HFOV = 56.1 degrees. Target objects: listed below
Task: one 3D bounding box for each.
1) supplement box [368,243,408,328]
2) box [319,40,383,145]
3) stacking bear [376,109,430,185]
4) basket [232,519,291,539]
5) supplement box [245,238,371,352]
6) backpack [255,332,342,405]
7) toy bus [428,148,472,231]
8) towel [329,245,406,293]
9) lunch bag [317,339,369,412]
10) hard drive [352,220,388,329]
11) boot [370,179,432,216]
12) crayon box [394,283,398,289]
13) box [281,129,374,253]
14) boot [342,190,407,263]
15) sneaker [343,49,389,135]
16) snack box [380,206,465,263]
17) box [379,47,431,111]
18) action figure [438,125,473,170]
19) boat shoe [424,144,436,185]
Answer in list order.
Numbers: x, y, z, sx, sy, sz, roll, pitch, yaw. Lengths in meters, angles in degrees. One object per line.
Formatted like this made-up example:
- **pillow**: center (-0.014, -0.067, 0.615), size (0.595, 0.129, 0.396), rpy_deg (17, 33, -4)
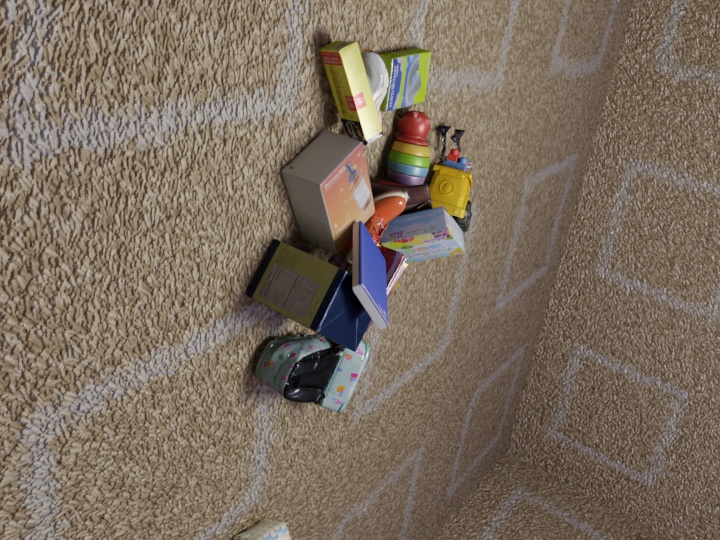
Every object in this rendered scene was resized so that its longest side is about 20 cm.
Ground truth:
- **supplement box**: center (0.012, 0.035, 1.666), size (0.110, 0.086, 0.201), rpy_deg (32, 88, -22)
- **box**: center (-0.017, -0.357, 1.366), size (0.050, 0.075, 0.201), rpy_deg (-34, 126, -24)
- **stacking bear**: center (0.120, -0.293, 1.668), size (0.121, 0.113, 0.202), rpy_deg (-11, 115, -56)
- **basket**: center (-0.246, 0.762, 1.749), size (0.176, 0.138, 0.202), rpy_deg (-7, 86, -57)
- **supplement box**: center (-0.097, 0.056, 1.449), size (0.135, 0.199, 0.200), rpy_deg (-62, 151, -7)
- **backpack**: center (-0.145, 0.226, 1.567), size (0.199, 0.126, 0.168), rpy_deg (-1, 110, -62)
- **toy bus**: center (0.238, -0.213, 1.778), size (0.200, 0.134, 0.194), rpy_deg (29, 76, -76)
- **towel**: center (0.000, 0.000, 1.577), size (0.023, 0.199, 0.145), rpy_deg (40, 75, -47)
- **lunch bag**: center (-0.052, 0.248, 1.726), size (0.202, 0.077, 0.160), rpy_deg (-66, -165, 1)
- **hard drive**: center (0.021, 0.007, 1.423), size (0.201, 0.025, 0.132), rpy_deg (-90, 155, -48)
- **boot**: center (0.076, -0.189, 1.592), size (0.200, 0.165, 0.073), rpy_deg (59, 23, -55)
- **crayon box**: center (0.053, 0.007, 1.820), size (0.199, 0.051, 0.127), rpy_deg (-31, 135, -48)
- **box**: center (-0.063, -0.167, 1.444), size (0.152, 0.106, 0.201), rpy_deg (-49, 147, -28)
- **boot**: center (0.034, -0.098, 1.555), size (0.199, 0.108, 0.075), rpy_deg (-35, 140, 20)
- **sneaker**: center (0.004, -0.368, 1.451), size (0.092, 0.075, 0.202), rpy_deg (-30, 134, -41)
- **snack box**: center (0.157, -0.083, 1.680), size (0.200, 0.167, 0.068), rpy_deg (31, 51, -64)
- **box**: center (0.090, -0.442, 1.566), size (0.199, 0.047, 0.123), rpy_deg (-30, 135, -48)
- **action figure**: center (0.252, -0.295, 1.877), size (0.102, 0.118, 0.202), rpy_deg (-22, 123, -46)
- **boat shoe**: center (0.143, -0.234, 1.779), size (0.064, 0.071, 0.202), rpy_deg (-14, 123, -56)
